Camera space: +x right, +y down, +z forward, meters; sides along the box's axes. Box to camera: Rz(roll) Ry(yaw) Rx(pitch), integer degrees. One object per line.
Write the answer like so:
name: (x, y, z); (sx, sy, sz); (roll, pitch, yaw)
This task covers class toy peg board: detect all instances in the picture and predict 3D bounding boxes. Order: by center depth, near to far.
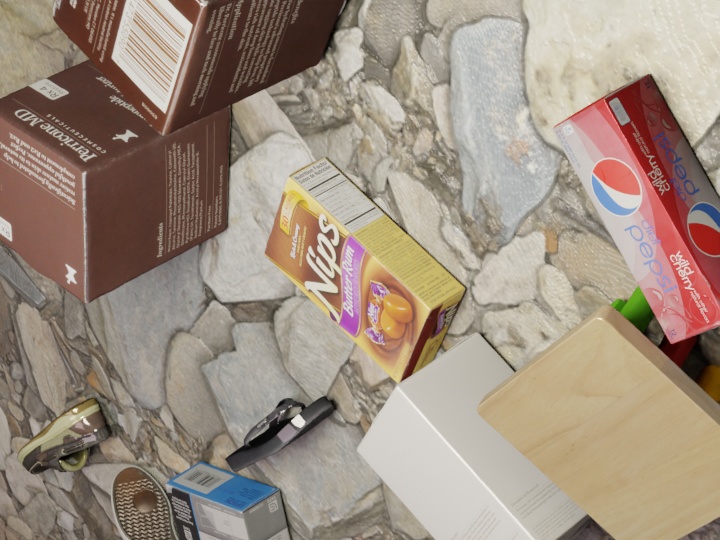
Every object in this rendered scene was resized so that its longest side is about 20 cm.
toy peg board: (0.240, 0.117, 1.448); (0.199, 0.098, 0.200); (42, 142, -3)

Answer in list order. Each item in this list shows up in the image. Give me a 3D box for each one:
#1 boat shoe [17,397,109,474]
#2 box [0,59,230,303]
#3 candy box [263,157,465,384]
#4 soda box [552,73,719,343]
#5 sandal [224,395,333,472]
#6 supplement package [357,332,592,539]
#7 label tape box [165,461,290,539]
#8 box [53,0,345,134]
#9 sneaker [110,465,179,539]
boat shoe: (-0.385, 0.232, 2.215); (0.201, 0.072, 0.066); (-41, 77, 47)
box: (-0.259, -0.104, 1.754); (0.166, 0.200, 0.165); (32, 134, 30)
candy box: (0.000, 0.000, 1.650); (0.200, 0.056, 0.117); (44, 140, 21)
soda box: (0.237, -0.048, 1.349); (0.070, 0.063, 0.201); (-29, 91, 52)
sandal: (-0.099, 0.175, 1.855); (0.043, 0.076, 0.200); (57, 142, 0)
supplement package: (0.117, 0.183, 1.585); (0.200, 0.120, 0.121); (48, 142, 15)
label tape box: (-0.144, 0.341, 2.024); (0.144, 0.063, 0.201); (11, 121, 45)
box: (-0.135, -0.257, 1.503); (0.164, 0.200, 0.166); (45, 140, 18)
sneaker: (-0.256, 0.344, 2.146); (0.200, 0.073, 0.085); (61, 167, 17)
